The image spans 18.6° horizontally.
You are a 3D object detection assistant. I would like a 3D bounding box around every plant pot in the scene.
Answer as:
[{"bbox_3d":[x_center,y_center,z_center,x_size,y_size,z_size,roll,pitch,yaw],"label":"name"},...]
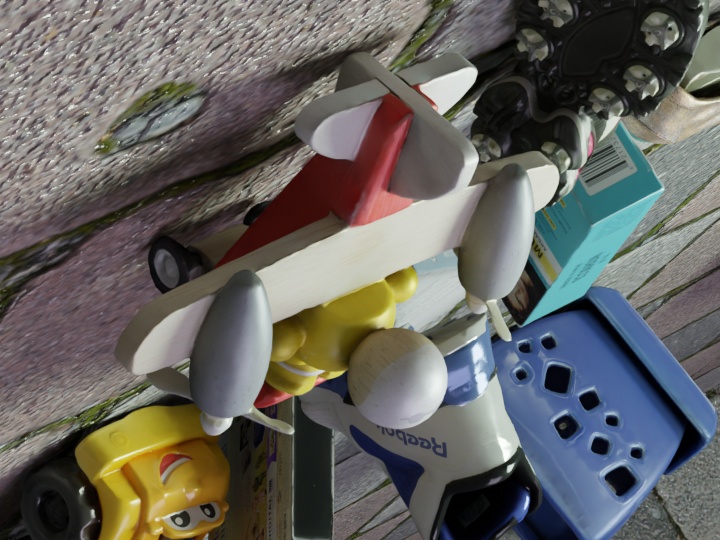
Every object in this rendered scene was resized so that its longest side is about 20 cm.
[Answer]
[{"bbox_3d":[0.195,0.136,1.964,0.179,0.200,0.200,-36,170,-13],"label":"plant pot"}]

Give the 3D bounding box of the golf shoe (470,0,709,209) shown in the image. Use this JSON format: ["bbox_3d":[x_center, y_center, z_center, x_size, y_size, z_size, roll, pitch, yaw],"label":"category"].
[{"bbox_3d":[0.114,-0.109,1.033,0.088,0.077,0.200,-48,180,-27],"label":"golf shoe"}]

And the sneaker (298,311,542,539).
[{"bbox_3d":[0.030,0.091,1.136,0.080,0.116,0.199,-24,-177,-17],"label":"sneaker"}]

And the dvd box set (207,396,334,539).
[{"bbox_3d":[-0.059,0.135,1.412,0.029,0.147,0.200,8,154,-17],"label":"dvd box set"}]

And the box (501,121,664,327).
[{"bbox_3d":[0.109,-0.038,1.254,0.049,0.083,0.200,-27,168,-14],"label":"box"}]

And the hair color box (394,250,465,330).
[{"bbox_3d":[0.000,0.000,1.180,0.099,0.061,0.200,-36,169,24],"label":"hair color box"}]

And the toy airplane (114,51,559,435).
[{"bbox_3d":[0.000,0.000,0.968,0.199,0.142,0.199,-32,168,4],"label":"toy airplane"}]

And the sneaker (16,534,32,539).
[{"bbox_3d":[-0.221,0.231,1.536,0.129,0.080,0.199,-28,162,29],"label":"sneaker"}]

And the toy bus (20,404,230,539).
[{"bbox_3d":[-0.129,0.211,1.359,0.135,0.192,0.200,-10,140,-50],"label":"toy bus"}]

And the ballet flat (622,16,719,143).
[{"bbox_3d":[0.233,-0.127,1.248,0.199,0.068,0.067,-28,161,-27],"label":"ballet flat"}]
